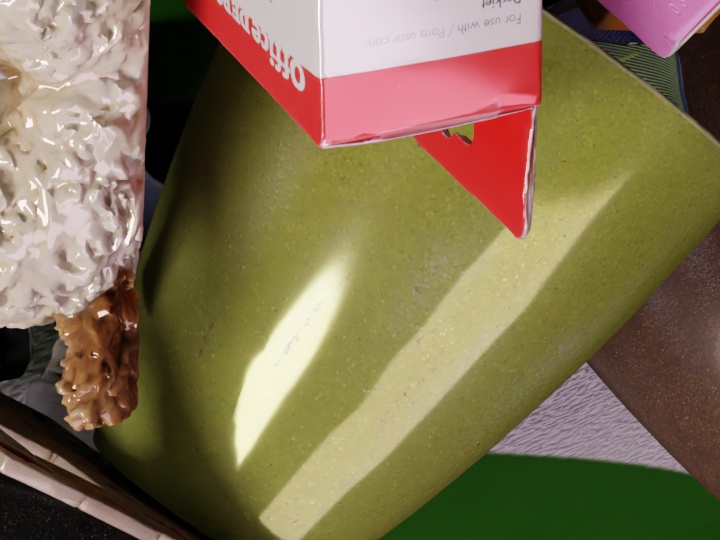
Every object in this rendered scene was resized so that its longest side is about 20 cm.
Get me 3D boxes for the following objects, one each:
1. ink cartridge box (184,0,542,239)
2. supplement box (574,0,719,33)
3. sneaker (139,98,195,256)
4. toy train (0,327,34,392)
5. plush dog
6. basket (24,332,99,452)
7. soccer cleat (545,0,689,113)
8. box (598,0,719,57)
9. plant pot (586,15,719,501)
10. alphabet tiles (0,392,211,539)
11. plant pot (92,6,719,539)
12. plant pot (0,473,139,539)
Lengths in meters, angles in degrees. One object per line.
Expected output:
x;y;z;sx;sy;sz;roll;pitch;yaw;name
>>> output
-0.003;-0.113;0.689;0.067;0.116;0.200;-11;119;-18;ink cartridge box
0.147;-0.168;0.906;0.066;0.069;0.200;-4;151;-37;supplement box
-0.122;-0.038;0.920;0.200;0.075;0.085;-9;135;-28;sneaker
-0.226;0.054;0.981;0.200;0.087;0.114;-12;159;-29;toy train
-0.151;-0.034;0.758;0.171;0.161;0.200;1;179;-7;plush dog
-0.070;0.074;1.072;0.135;0.124;0.200;16;150;-2;basket
0.041;-0.043;1.039;0.200;0.084;0.065;-30;157;11;soccer cleat
0.136;-0.181;0.683;0.200;0.097;0.176;-46;180;-18;box
0.174;0.012;1.143;0.187;0.200;0.187;-21;157;-10;plant pot
-0.090;0.070;0.866;0.200;0.167;0.008;33;86;-41;alphabet tiles
0.000;0.000;0.871;0.200;0.187;0.187;-56;153;1;plant pot
-0.118;0.190;0.975;0.177;0.200;0.200;7;160;-22;plant pot
